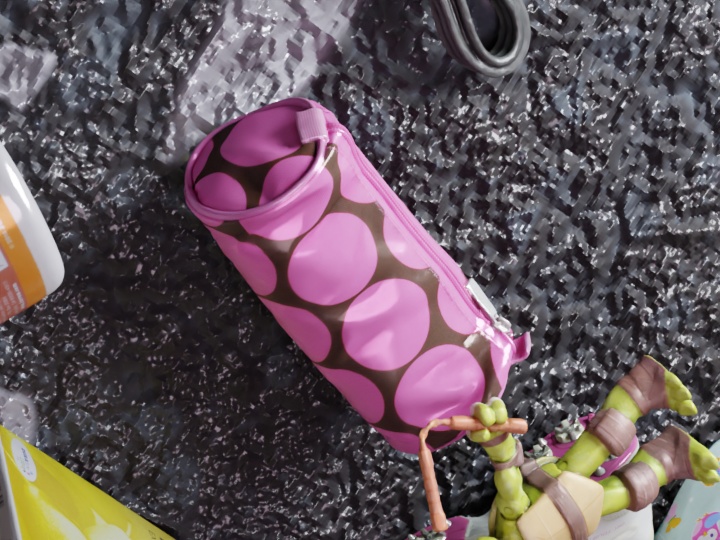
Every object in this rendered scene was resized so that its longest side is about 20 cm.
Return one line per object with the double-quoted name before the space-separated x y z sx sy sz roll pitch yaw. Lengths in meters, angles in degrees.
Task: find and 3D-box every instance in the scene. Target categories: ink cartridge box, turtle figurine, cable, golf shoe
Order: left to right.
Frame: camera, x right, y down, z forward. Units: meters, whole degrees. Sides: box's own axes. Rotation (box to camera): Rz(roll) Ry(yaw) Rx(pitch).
"ink cartridge box" -0.107 0.188 1.322 0.200 0.198 0.047 35 107 -33
"cable" 0.018 -0.172 1.341 0.200 0.050 0.098 30 79 -45
"golf shoe" 0.083 0.168 1.485 0.199 0.075 0.092 -34 125 -9
"turtle figurine" 0.112 0.130 1.414 0.161 0.064 0.201 -34 111 -18

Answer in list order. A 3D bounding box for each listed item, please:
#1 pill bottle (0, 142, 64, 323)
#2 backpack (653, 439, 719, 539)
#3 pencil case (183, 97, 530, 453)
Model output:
"pill bottle" -0.246 0.008 1.228 0.199 0.112 0.113 -31 121 -11
"backpack" 0.246 0.197 1.534 0.175 0.153 0.201 24 92 -27
"pencil case" 0.000 0.000 1.364 0.093 0.091 0.200 -23 129 25
